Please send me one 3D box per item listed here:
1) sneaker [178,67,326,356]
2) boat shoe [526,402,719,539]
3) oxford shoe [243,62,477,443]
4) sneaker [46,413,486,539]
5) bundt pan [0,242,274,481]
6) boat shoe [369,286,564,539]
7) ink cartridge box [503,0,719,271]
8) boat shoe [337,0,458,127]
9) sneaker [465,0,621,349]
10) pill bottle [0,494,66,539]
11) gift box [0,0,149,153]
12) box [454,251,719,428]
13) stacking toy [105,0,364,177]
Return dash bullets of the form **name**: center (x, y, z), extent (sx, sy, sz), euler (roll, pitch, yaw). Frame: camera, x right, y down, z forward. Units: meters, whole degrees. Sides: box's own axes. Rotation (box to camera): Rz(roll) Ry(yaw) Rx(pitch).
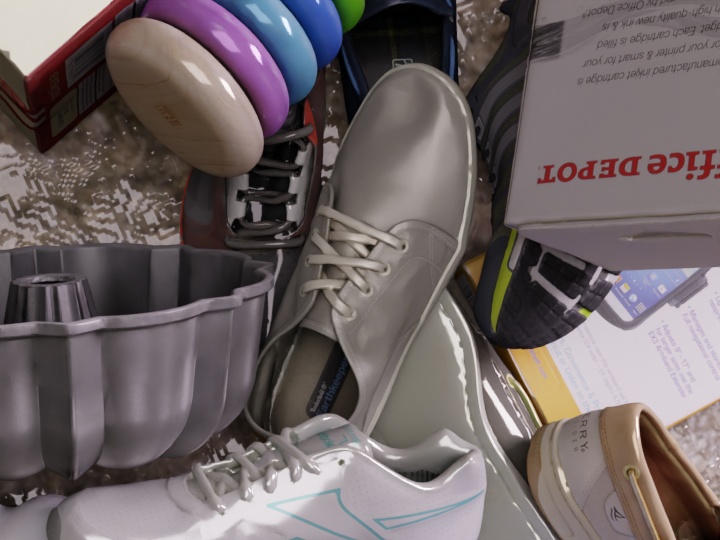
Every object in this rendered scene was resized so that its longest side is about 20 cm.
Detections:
- **sneaker**: center (-0.051, -0.051, 0.833), extent (0.077, 0.082, 0.201), euler (0, 81, -6)
- **boat shoe**: center (0.161, 0.141, 0.802), extent (0.200, 0.069, 0.074), euler (47, 37, -17)
- **oxford shoe**: center (0.000, 0.000, 0.791), extent (0.075, 0.058, 0.201), euler (21, 91, 24)
- **sneaker**: center (-0.037, 0.099, 0.749), extent (0.199, 0.070, 0.081), euler (2, 119, -23)
- **bundt pan**: center (-0.135, 0.040, 0.757), extent (0.201, 0.202, 0.076), euler (-3, 99, -6)
- **boat shoe**: center (0.048, 0.075, 0.834), extent (0.072, 0.060, 0.202), euler (-30, 81, 22)
- **ink cartridge box**: center (0.154, -0.104, 0.741), extent (0.083, 0.146, 0.201), euler (21, 74, -44)
- **boat shoe**: center (0.025, -0.126, 0.858), extent (0.084, 0.069, 0.201), euler (-13, 83, -7)
- **sneaker**: center (0.088, -0.055, 0.833), extent (0.074, 0.081, 0.201), euler (34, 65, -39)
- **pill bottle**: center (-0.121, 0.171, 0.775), extent (0.199, 0.116, 0.116), euler (25, 80, -1)
- **gift box**: center (-0.164, -0.179, 0.791), extent (0.200, 0.185, 0.187), euler (-41, 89, -16)
- **box**: center (0.162, 0.007, 0.867), extent (0.199, 0.041, 0.119), euler (-26, 84, -11)
- **stacking toy**: center (-0.021, -0.138, 0.779), extent (0.085, 0.085, 0.200), euler (41, 71, 2)
